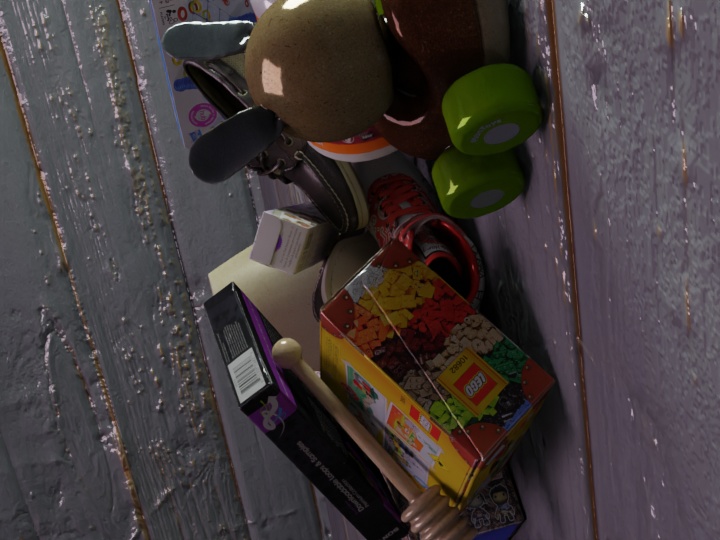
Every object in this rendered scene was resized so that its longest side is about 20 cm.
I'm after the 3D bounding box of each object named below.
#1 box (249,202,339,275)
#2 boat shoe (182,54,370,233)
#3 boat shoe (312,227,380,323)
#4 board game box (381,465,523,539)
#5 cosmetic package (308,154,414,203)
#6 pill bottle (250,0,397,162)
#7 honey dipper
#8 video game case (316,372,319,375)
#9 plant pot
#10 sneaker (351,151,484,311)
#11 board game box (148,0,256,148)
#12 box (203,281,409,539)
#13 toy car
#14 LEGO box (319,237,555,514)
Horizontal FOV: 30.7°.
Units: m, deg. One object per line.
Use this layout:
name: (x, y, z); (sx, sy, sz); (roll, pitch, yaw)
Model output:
box: (-0.049, -0.029, 1.078); (0.200, 0.038, 0.042); (-37, -33, -80)
boat shoe: (-0.069, -0.104, 1.053); (0.200, 0.065, 0.073); (52, 159, 12)
boat shoe: (0.000, 0.000, 1.110); (0.072, 0.059, 0.200); (43, -148, -9)
board game box: (0.058, 0.151, 1.151); (0.160, 0.096, 0.202); (95, 160, -68)
cosmetic package: (-0.013, -0.158, 1.104); (0.201, 0.101, 0.072); (84, 169, -50)
pill bottle: (-0.017, -0.182, 0.936); (0.201, 0.109, 0.110); (68, -179, -48)
honey dipper: (0.005, 0.126, 0.952); (0.200, 0.038, 0.038); (48, 169, 5)
video game case: (-0.022, 0.067, 1.467); (0.180, 0.025, 0.202); (-33, 65, 39)
plant pot: (-0.045, 0.023, 1.304); (0.187, 0.198, 0.189); (167, 90, -83)
sneaker: (0.045, -0.036, 1.034); (0.108, 0.067, 0.203); (96, 156, -67)
board game box: (-0.078, -0.219, 1.121); (0.056, 0.194, 0.201); (-112, 10, -45)
box: (-0.043, 0.116, 1.032); (0.200, 0.036, 0.143); (50, -174, -34)
toy car: (-0.014, -0.116, 0.792); (0.158, 0.198, 0.165); (93, 162, -66)
LEGO box: (0.047, 0.085, 0.950); (0.149, 0.077, 0.200); (42, 163, 13)
